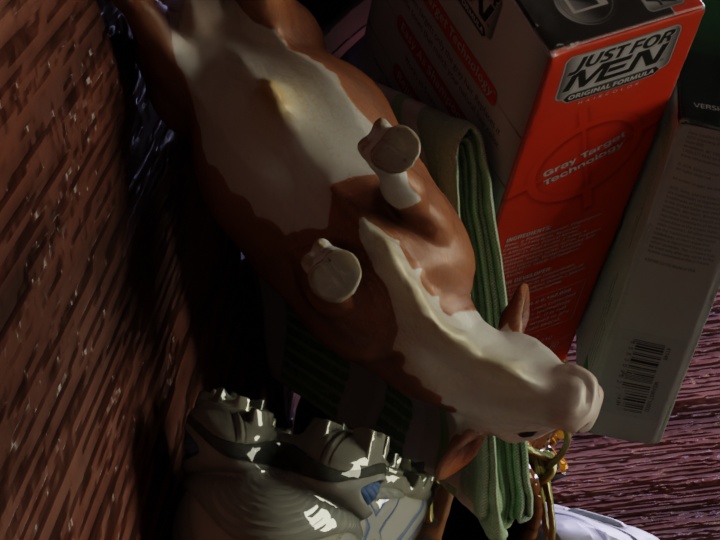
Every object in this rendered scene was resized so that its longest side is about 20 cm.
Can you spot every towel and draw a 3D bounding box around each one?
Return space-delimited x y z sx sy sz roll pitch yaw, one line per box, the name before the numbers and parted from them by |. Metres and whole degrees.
towel | 0.000 0.000 0.787 0.200 0.023 0.153 32 -46 60

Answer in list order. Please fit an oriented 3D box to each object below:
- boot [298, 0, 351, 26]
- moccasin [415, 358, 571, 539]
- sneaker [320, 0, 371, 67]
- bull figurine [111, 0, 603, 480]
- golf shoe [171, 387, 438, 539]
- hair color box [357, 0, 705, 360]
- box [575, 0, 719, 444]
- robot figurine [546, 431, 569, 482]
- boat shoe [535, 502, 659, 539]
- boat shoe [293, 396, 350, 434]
boot | -0.040 -0.147 0.877 0.200 0.075 0.097 51 15 -82
moccasin | 0.043 0.089 0.838 0.201 0.077 0.074 -41 127 -55
sneaker | 0.051 -0.053 0.901 0.146 0.077 0.202 51 6 9
bull figurine | -0.008 -0.024 0.642 0.200 0.065 0.121 49 -6 18
golf shoe | -0.026 0.095 0.687 0.200 0.078 0.098 41 61 -77
hair color box | 0.046 -0.052 0.747 0.102 0.061 0.200 61 -23 27
box | 0.113 -0.055 0.801 0.200 0.036 0.145 -84 -175 -49
robot figurine | 0.033 0.019 1.017 0.200 0.058 0.145 59 6 -1
boat shoe | 0.063 0.138 0.983 0.200 0.067 0.074 3 -88 58
boat shoe | 0.003 0.065 0.936 0.072 0.072 0.201 39 -53 54
